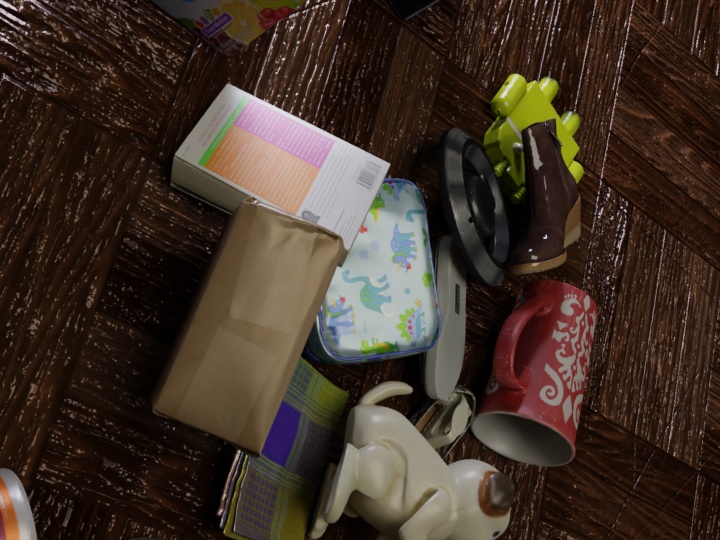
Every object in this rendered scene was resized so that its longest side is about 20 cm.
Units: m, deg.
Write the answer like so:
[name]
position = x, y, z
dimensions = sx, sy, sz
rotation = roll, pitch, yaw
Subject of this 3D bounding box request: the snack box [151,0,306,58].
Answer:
[snack box]
position = -0.160, -0.323, 0.969
dimensions = 0.199, 0.167, 0.069
rotation = 34, 60, -27

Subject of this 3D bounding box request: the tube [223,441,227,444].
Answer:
[tube]
position = -0.113, 0.076, 1.017
dimensions = 0.076, 0.050, 0.205
rotation = -1, 87, -26

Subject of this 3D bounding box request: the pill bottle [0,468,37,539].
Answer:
[pill bottle]
position = -0.362, 0.228, 0.747
dimensions = 0.197, 0.113, 0.117
rotation = -5, 85, -38

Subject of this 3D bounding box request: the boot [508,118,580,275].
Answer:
[boot]
position = 0.222, -0.095, 1.232
dimensions = 0.199, 0.071, 0.170
rotation = -34, 111, -54

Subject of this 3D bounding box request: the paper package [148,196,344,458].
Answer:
[paper package]
position = -0.110, 0.052, 0.897
dimensions = 0.102, 0.190, 0.204
rotation = 24, 82, -11

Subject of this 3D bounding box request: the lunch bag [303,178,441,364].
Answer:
[lunch bag]
position = 0.000, 0.000, 1.080
dimensions = 0.158, 0.082, 0.205
rotation = -6, 84, -24

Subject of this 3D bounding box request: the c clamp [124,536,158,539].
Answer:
[c clamp]
position = -0.196, 0.348, 0.916
dimensions = 0.198, 0.027, 0.174
rotation = 25, 63, -31

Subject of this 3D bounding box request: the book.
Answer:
[book]
position = -0.080, -0.105, 1.010
dimensions = 0.197, 0.048, 0.135
rotation = 27, 53, 1

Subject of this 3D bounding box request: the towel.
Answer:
[towel]
position = -0.076, 0.194, 1.008
dimensions = 0.144, 0.022, 0.203
rotation = 45, 55, -46

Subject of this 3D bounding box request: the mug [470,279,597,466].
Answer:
[mug]
position = 0.229, 0.114, 1.204
dimensions = 0.131, 0.179, 0.203
rotation = 18, 60, 9

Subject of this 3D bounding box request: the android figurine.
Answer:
[android figurine]
position = 0.239, -0.175, 1.338
dimensions = 0.183, 0.041, 0.201
rotation = 53, 54, -19

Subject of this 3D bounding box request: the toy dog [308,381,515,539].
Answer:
[toy dog]
position = 0.063, 0.236, 1.029
dimensions = 0.196, 0.140, 0.197
rotation = 21, 55, -4

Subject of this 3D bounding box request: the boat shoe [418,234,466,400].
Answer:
[boat shoe]
position = 0.088, 0.056, 1.163
dimensions = 0.071, 0.063, 0.204
rotation = 38, 53, -52

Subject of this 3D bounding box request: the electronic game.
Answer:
[electronic game]
position = 0.141, -0.078, 1.203
dimensions = 0.200, 0.041, 0.204
rotation = 44, 39, -50

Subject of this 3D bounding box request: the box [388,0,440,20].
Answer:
[box]
position = 0.122, -0.445, 1.191
dimensions = 0.124, 0.198, 0.198
rotation = 47, 57, -20

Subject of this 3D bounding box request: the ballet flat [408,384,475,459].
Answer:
[ballet flat]
position = 0.074, 0.205, 1.122
dimensions = 0.073, 0.071, 0.201
rotation = 53, 55, -17
